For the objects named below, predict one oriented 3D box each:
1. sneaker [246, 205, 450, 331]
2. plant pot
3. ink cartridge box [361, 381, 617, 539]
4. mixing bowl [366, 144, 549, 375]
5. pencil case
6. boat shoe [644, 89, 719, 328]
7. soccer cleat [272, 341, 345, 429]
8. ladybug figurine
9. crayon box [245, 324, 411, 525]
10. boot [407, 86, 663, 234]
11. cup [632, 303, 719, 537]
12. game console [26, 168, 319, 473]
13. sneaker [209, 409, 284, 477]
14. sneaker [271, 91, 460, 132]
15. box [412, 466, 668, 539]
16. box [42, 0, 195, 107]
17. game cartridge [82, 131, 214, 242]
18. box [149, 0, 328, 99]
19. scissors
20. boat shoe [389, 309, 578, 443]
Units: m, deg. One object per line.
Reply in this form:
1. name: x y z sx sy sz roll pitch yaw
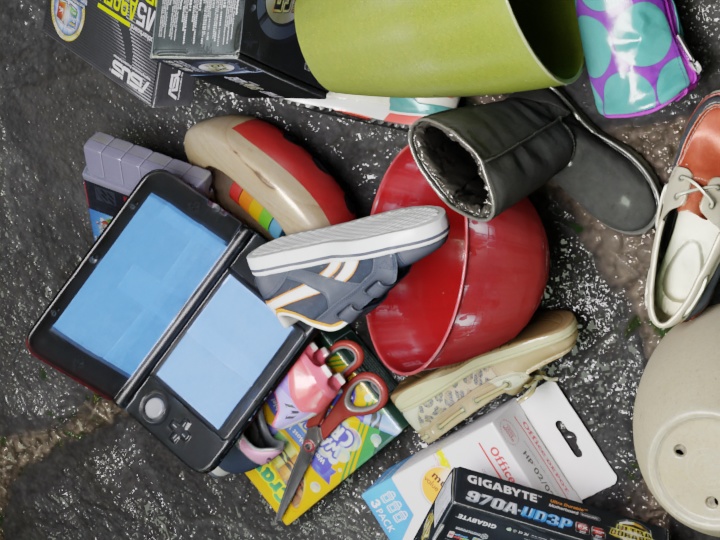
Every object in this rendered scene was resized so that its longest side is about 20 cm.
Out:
1. sneaker: 0.000 0.000 1.584 0.200 0.078 0.079 -11 105 40
2. plant pot: 0.055 -0.214 1.552 0.200 0.187 0.187 -15 98 26
3. ink cartridge box: 0.115 0.196 1.717 0.200 0.068 0.115 -33 91 30
4. mixing bowl: 0.090 -0.006 1.623 0.200 0.108 0.200 -174 90 -67
5. pencil case: 0.214 -0.227 1.534 0.092 0.085 0.200 -10 99 30
6. boat shoe: 0.276 -0.048 1.568 0.071 0.063 0.200 21 112 22
7. soccer cleat: -0.088 0.051 1.730 0.076 0.067 0.200 -37 61 7
8. ladybug figurine: -0.072 -0.069 1.715 0.200 0.072 0.136 43 160 12
9. crayon box: -0.055 0.149 1.800 0.200 0.052 0.126 -43 84 30
10. boot: 0.146 -0.077 1.545 0.182 0.200 0.073 41 116 10
11. cup: 0.304 0.139 1.563 0.200 0.143 0.200 8 107 25
12. game console: -0.155 0.046 1.659 0.172 0.119 0.200 38 94 27
13. sneaker: -0.126 0.089 1.756 0.082 0.070 0.200 -13 103 27
14. sneaker: 0.002 -0.178 1.675 0.200 0.070 0.093 14 93 25
15. box: 0.146 0.261 1.665 0.200 0.046 0.159 17 131 -8
16. box: -0.209 -0.256 1.714 0.200 0.044 0.160 36 122 42
17. game cartridge: -0.192 -0.030 1.779 0.130 0.038 0.200 17 138 18
18. box: -0.088 -0.256 1.599 0.086 0.164 0.200 4 84 26
19. scissors: -0.046 0.146 1.759 0.073 0.014 0.200 43 119 7
20. boat shoe: 0.118 0.093 1.689 0.200 0.073 0.063 -26 99 38
